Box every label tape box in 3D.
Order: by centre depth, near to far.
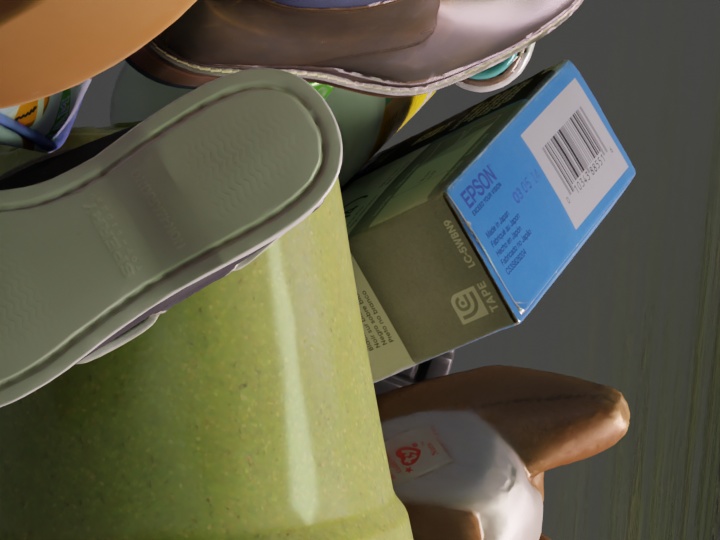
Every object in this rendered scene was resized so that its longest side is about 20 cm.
[{"bbox_3d":[0.000,0.000,1.059,0.063,0.200,0.144,58,34,-10],"label":"label tape box"}]

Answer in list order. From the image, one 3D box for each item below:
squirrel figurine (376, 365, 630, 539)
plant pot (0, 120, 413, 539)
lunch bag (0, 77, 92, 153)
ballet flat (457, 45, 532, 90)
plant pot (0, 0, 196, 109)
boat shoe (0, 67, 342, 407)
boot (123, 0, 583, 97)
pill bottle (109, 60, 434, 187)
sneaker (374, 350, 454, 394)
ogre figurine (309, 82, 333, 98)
[{"bbox_3d":[0.018,0.145,1.130,0.142,0.199,0.187,-55,147,-41],"label":"squirrel figurine"},{"bbox_3d":[-0.072,0.037,0.928,0.200,0.199,0.185,-13,102,-74],"label":"plant pot"},{"bbox_3d":[-0.120,-0.143,0.799,0.160,0.075,0.201,26,76,-73],"label":"lunch bag"},{"bbox_3d":[0.036,-0.180,1.216,0.201,0.069,0.069,68,13,6],"label":"ballet flat"},{"bbox_3d":[-0.123,-0.149,0.591,0.140,0.199,0.201,17,84,-59],"label":"plant pot"},{"bbox_3d":[-0.099,-0.005,0.819,0.074,0.199,0.060,60,-7,3],"label":"boat shoe"},{"bbox_3d":[0.018,-0.105,0.889,0.097,0.199,0.075,-21,-98,60],"label":"boot"},{"bbox_3d":[-0.032,-0.091,1.087,0.200,0.112,0.113,-47,145,-63],"label":"pill bottle"},{"bbox_3d":[-0.010,0.087,1.211,0.201,0.075,0.079,-66,-161,8],"label":"sneaker"},{"bbox_3d":[0.004,-0.147,1.000,0.200,0.120,0.098,-35,-179,-22],"label":"ogre figurine"}]
